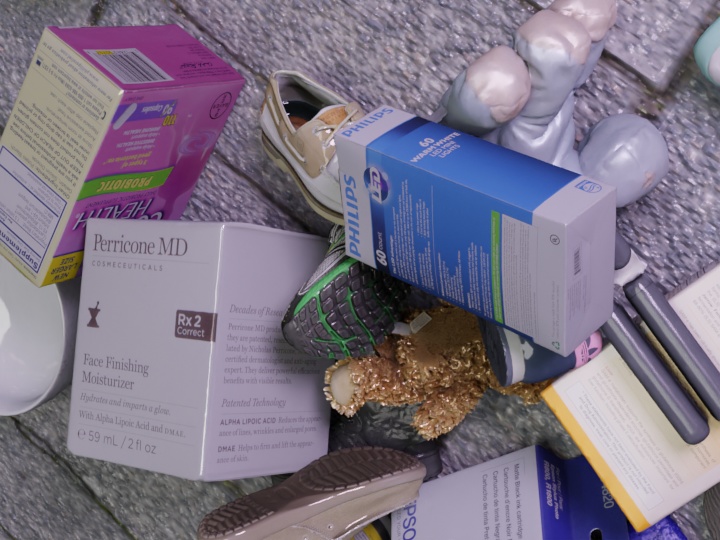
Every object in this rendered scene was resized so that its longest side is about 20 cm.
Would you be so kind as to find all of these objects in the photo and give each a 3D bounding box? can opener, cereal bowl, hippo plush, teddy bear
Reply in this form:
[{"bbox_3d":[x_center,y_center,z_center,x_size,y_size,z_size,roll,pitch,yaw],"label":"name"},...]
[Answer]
[{"bbox_3d":[0.183,0.028,0.822,0.053,0.067,0.201,-37,84,11],"label":"can opener"},{"bbox_3d":[-0.347,0.040,1.223,0.198,0.083,0.203,7,104,28],"label":"cereal bowl"},{"bbox_3d":[0.136,-0.089,0.885,0.199,0.159,0.161,-37,92,12],"label":"hippo plush"},{"bbox_3d":[0.064,0.067,0.987,0.198,0.067,0.146,-19,55,-3],"label":"teddy bear"}]

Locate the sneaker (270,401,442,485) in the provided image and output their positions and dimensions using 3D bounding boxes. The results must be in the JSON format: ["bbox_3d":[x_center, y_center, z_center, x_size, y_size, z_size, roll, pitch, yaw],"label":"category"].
[{"bbox_3d":[0.003,0.134,1.066,0.198,0.060,0.106,-8,98,25],"label":"sneaker"}]

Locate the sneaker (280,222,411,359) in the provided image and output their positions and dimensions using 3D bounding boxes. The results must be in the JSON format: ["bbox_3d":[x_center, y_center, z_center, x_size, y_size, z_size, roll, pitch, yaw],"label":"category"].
[{"bbox_3d":[0.000,0.000,0.970,0.084,0.200,0.079,10,128,36],"label":"sneaker"}]

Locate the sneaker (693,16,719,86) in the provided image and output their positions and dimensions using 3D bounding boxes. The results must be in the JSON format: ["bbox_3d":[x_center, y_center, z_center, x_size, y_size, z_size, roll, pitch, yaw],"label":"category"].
[{"bbox_3d":[0.338,-0.169,0.812,0.140,0.078,0.200,48,128,10],"label":"sneaker"}]

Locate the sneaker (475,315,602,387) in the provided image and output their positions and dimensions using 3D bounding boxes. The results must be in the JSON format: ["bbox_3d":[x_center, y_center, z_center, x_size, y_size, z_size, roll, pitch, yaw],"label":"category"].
[{"bbox_3d":[0.126,0.010,0.923,0.081,0.201,0.071,-8,131,-1],"label":"sneaker"}]

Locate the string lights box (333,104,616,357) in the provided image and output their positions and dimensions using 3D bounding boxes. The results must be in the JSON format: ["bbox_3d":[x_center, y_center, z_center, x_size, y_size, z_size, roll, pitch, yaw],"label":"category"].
[{"bbox_3d":[0.073,-0.032,0.820,0.199,0.059,0.104,26,135,37],"label":"string lights box"}]

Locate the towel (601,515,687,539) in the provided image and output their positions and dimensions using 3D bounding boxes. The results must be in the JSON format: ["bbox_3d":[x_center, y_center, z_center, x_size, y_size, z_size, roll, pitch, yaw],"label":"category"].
[{"bbox_3d":[0.201,0.298,0.942,0.199,0.050,0.148,-38,82,-2],"label":"towel"}]

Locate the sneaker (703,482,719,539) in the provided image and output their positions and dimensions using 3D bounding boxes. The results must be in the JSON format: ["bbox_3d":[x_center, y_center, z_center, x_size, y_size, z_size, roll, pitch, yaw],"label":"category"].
[{"bbox_3d":[0.343,0.158,0.878,0.200,0.105,0.076,133,134,-55],"label":"sneaker"}]

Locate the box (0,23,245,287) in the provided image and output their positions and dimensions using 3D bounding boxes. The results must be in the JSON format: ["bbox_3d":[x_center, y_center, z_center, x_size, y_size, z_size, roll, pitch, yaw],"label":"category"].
[{"bbox_3d":[-0.221,-0.106,1.069,0.096,0.175,0.201,39,116,17],"label":"box"}]

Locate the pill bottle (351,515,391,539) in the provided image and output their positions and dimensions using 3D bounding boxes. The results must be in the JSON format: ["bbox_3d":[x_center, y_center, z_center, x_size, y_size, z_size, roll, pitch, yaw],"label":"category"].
[{"bbox_3d":[-0.057,0.281,1.037,0.113,0.200,0.116,14,120,26],"label":"pill bottle"}]

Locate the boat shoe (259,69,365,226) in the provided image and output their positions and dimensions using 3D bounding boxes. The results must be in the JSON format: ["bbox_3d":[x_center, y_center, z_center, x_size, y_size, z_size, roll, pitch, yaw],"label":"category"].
[{"bbox_3d":[-0.023,-0.100,0.982,0.200,0.074,0.069,37,144,41],"label":"boat shoe"}]

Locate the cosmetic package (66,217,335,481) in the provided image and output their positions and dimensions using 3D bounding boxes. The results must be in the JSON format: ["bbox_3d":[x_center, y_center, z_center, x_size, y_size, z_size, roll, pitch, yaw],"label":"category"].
[{"bbox_3d":[-0.129,0.063,1.028,0.163,0.164,0.203,3,88,36],"label":"cosmetic package"}]

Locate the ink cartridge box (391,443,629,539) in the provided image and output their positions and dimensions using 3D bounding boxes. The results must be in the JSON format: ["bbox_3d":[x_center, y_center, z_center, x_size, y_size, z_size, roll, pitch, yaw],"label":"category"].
[{"bbox_3d":[0.114,0.238,0.950,0.198,0.201,0.041,-24,131,23],"label":"ink cartridge box"}]

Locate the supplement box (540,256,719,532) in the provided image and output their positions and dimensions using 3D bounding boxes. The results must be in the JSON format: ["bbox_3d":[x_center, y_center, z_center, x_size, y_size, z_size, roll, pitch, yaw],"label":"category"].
[{"bbox_3d":[0.248,0.078,0.882,0.199,0.073,0.127,-37,84,15],"label":"supplement box"}]

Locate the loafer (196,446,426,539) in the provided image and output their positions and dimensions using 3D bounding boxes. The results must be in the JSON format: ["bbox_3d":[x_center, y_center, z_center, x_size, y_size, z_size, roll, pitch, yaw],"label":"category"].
[{"bbox_3d":[-0.036,0.202,0.985,0.076,0.198,0.069,29,132,62],"label":"loafer"}]
